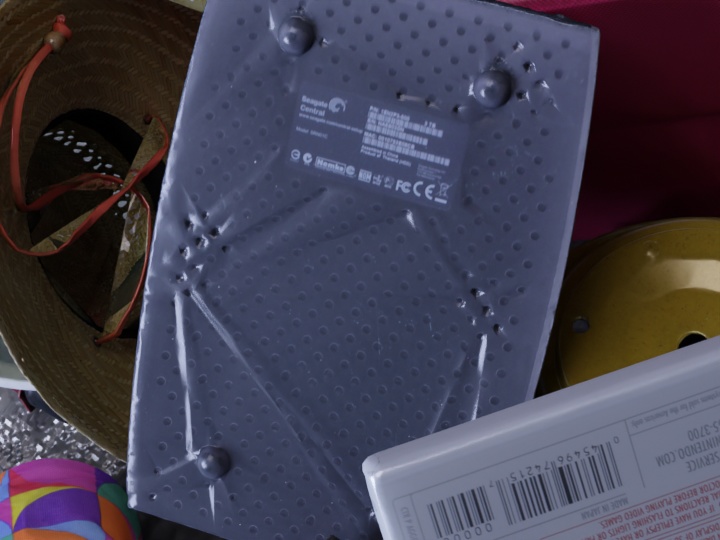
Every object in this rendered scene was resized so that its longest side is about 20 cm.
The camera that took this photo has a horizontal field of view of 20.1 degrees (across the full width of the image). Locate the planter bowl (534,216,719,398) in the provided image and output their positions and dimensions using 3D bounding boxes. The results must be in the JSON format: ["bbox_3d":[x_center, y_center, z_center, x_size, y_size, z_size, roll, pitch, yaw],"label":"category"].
[{"bbox_3d":[0.116,0.045,0.699,0.199,0.084,0.201,-5,56,7],"label":"planter bowl"}]

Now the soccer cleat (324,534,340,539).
[{"bbox_3d":[0.001,0.180,0.673,0.068,0.201,0.085,11,41,34],"label":"soccer cleat"}]

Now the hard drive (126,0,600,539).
[{"bbox_3d":[0.000,0.000,0.664,0.134,0.042,0.201,16,109,11],"label":"hard drive"}]

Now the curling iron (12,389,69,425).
[{"bbox_3d":[-0.153,0.047,0.903,0.200,0.050,0.026,28,95,31],"label":"curling iron"}]

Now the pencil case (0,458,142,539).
[{"bbox_3d":[-0.114,0.145,0.764,0.088,0.088,0.200,-41,21,7],"label":"pencil case"}]

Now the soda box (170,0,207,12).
[{"bbox_3d":[-0.043,-0.174,0.779,0.068,0.064,0.200,21,36,10],"label":"soda box"}]

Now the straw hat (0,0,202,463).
[{"bbox_3d":[-0.108,-0.015,0.766,0.085,0.201,0.202,-11,63,33],"label":"straw hat"}]

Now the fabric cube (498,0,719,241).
[{"bbox_3d":[0.106,-0.139,0.752,0.199,0.200,0.197,-6,67,26],"label":"fabric cube"}]

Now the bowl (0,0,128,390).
[{"bbox_3d":[-0.130,-0.031,0.875,0.200,0.090,0.202,2,68,-5],"label":"bowl"}]

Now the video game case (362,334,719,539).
[{"bbox_3d":[0.121,0.112,0.636,0.199,0.023,0.183,-19,100,-4],"label":"video game case"}]
